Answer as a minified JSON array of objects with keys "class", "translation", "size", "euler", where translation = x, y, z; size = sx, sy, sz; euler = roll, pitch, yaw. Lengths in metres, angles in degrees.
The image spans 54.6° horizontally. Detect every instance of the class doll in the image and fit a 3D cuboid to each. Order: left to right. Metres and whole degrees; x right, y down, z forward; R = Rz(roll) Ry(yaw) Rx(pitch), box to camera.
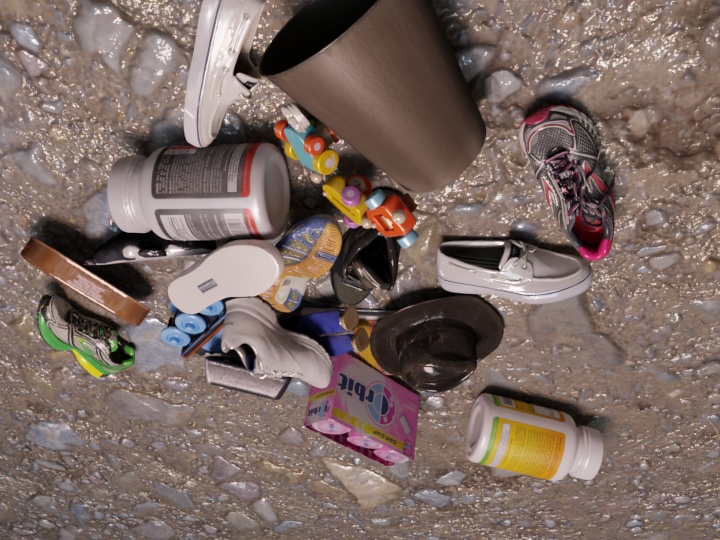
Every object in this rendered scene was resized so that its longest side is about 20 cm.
[{"class":"doll","translation":[-0.086,0.107,1.052],"size":[0.199,0.049,0.137],"euler":[-11,116,31]}]

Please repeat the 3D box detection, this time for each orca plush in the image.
[{"class":"orca plush","translation":[-0.295,-0.051,0.978],"size":[0.199,0.072,0.105],"euler":[-6,179,31]}]

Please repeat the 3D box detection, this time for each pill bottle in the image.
[{"class":"pill bottle","translation":[-0.195,-0.095,0.852],"size":[0.199,0.116,0.116],"euler":[1,135,12]},{"class":"pill bottle","translation":[0.280,0.274,1.128],"size":[0.199,0.111,0.111],"euler":[14,136,-2]}]

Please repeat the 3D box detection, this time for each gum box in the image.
[{"class":"gum box","translation":[0.011,0.226,1.116],"size":[0.066,0.114,0.200],"euler":[-25,134,39]}]

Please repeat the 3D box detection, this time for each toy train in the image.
[{"class":"toy train","translation":[-0.218,0.068,1.048],"size":[0.114,0.087,0.200],"euler":[28,134,-25]},{"class":"toy train","translation":[-0.009,-0.112,0.784],"size":[0.200,0.056,0.150],"euler":[48,165,-9]}]

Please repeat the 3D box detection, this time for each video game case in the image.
[{"class":"video game case","translation":[0.014,0.114,1.089],"size":[0.199,0.018,0.144],"euler":[2,135,11]}]

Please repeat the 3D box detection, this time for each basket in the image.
[{"class":"basket","translation":[0.031,-0.185,0.703],"size":[0.180,0.136,0.200],"euler":[-32,127,22]}]

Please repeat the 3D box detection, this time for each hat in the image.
[{"class":"hat","translation":[0.114,0.125,1.011],"size":[0.199,0.081,0.201],"euler":[-2,133,-3]}]

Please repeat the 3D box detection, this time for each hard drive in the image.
[{"class":"hard drive","translation":[-0.176,0.166,1.090],"size":[0.134,0.043,0.200],"euler":[15,173,-4]}]

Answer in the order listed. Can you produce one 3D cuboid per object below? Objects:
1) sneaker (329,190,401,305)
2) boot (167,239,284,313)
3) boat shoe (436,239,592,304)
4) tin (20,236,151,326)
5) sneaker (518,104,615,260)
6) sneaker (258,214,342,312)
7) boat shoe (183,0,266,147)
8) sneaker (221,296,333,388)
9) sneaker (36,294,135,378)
[{"class":"sneaker","translation":[0.000,0.000,0.910],"size":[0.076,0.115,0.200],"euler":[22,137,-8]},{"class":"boot","translation":[-0.156,-0.010,0.881],"size":[0.199,0.090,0.073],"euler":[-17,112,37]},{"class":"boat shoe","translation":[0.192,-0.004,0.889],"size":[0.199,0.074,0.067],"euler":[-2,137,15]},{"class":"tin","translation":[-0.404,0.019,1.030],"size":[0.200,0.042,0.112],"euler":[37,162,-23]},{"class":"sneaker","translation":[0.242,-0.098,0.783],"size":[0.080,0.075,0.200],"euler":[-20,127,29]},{"class":"sneaker","translation":[-0.080,-0.028,0.911],"size":[0.075,0.089,0.200],"euler":[25,142,-16]},{"class":"boat shoe","translation":[-0.144,-0.212,0.759],"size":[0.069,0.071,0.201],"euler":[20,129,-4]},{"class":"sneaker","translation":[-0.119,0.118,0.971],"size":[0.074,0.087,0.200],"euler":[-22,131,41]},{"class":"sneaker","translation":[-0.447,0.100,1.146],"size":[0.085,0.078,0.200],"euler":[-16,139,18]}]
